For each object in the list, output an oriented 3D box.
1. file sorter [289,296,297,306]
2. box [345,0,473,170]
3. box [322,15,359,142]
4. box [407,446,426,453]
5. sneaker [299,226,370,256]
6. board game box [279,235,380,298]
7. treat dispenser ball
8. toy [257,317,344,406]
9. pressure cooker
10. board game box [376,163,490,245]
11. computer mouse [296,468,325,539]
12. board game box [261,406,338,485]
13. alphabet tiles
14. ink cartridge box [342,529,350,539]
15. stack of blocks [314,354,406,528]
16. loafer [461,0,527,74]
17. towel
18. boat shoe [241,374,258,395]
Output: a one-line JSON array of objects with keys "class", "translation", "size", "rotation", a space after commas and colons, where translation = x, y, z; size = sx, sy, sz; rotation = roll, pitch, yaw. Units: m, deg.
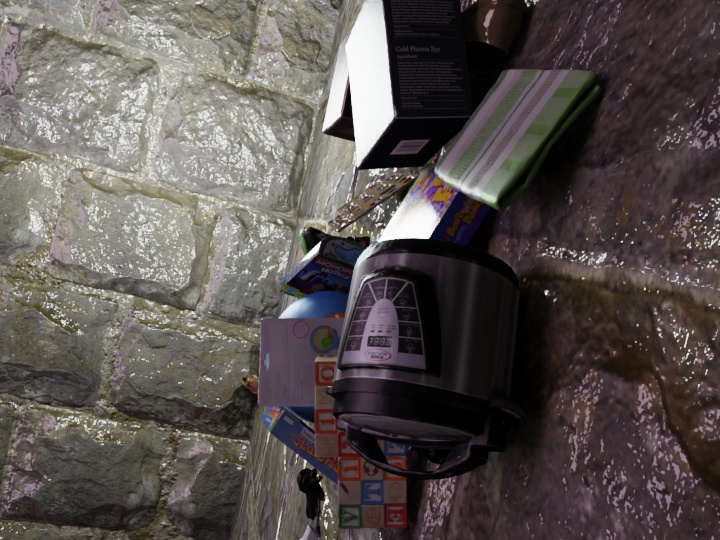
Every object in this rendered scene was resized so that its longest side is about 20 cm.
[{"class": "file sorter", "translation": [-0.088, 0.133, 1.416], "size": [0.203, 0.121, 0.141], "rotation": [-93, 19, -49]}, {"class": "box", "translation": [0.056, -0.250, 0.866], "size": [0.200, 0.101, 0.187], "rotation": [148, 116, -75]}, {"class": "box", "translation": [0.040, -0.304, 1.130], "size": [0.200, 0.162, 0.169], "rotation": [-160, 82, -77]}, {"class": "box", "translation": [0.090, 0.098, 0.829], "size": [0.203, 0.035, 0.145], "rotation": [-92, 18, -45]}, {"class": "sneaker", "translation": [-0.026, -0.038, 1.157], "size": [0.083, 0.198, 0.078], "rotation": [-35, 55, 31]}, {"class": "board game box", "translation": [0.000, 0.000, 1.068], "size": [0.199, 0.196, 0.063], "rotation": [-38, 40, 50]}, {"class": "treat dispenser ball", "translation": [-0.047, 0.134, 1.039], "size": [0.201, 0.196, 0.206], "rotation": [-168, 90, -78]}, {"class": "toy", "translation": [-0.038, 0.125, 0.913], "size": [0.047, 0.194, 0.118], "rotation": [44, -135, -74]}, {"class": "pressure cooker", "translation": [0.063, 0.091, 0.635], "size": [0.176, 0.174, 0.205], "rotation": [126, 157, -71]}, {"class": "board game box", "translation": [0.092, -0.066, 0.850], "size": [0.136, 0.044, 0.200], "rotation": [-57, 14, 2]}, {"class": "computer mouse", "translation": [-0.074, 0.374, 0.879], "size": [0.111, 0.043, 0.204], "rotation": [90, -179, -55]}, {"class": "board game box", "translation": [-0.046, 0.261, 0.935], "size": [0.035, 0.199, 0.135], "rotation": [-52, 9, -11]}, {"class": "alphabet tiles", "translation": [0.013, -0.125, 1.193], "size": [0.165, 0.008, 0.200], "rotation": [-35, 13, -3]}, {"class": "ink cartridge box", "translation": [0.000, 0.444, 0.803], "size": [0.177, 0.082, 0.204], "rotation": [-98, 23, -63]}, {"class": "stack of blocks", "translation": [0.000, 0.210, 0.838], "size": [0.059, 0.112, 0.206], "rotation": [-99, 8, -89]}, {"class": "loafer", "translation": [0.140, -0.287, 0.860], "size": [0.200, 0.074, 0.069], "rotation": [161, 128, -76]}, {"class": "towel", "translation": [0.151, -0.136, 0.683], "size": [0.150, 0.030, 0.200], "rotation": [-54, 19, 8]}, {"class": "boat shoe", "translation": [-0.465, 0.497, 2.903], "size": [0.199, 0.066, 0.074], "rotation": [9, 89, 64]}]
